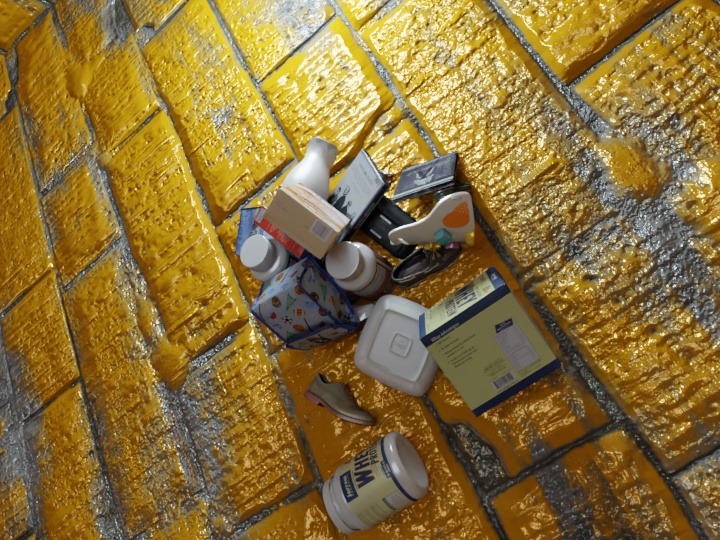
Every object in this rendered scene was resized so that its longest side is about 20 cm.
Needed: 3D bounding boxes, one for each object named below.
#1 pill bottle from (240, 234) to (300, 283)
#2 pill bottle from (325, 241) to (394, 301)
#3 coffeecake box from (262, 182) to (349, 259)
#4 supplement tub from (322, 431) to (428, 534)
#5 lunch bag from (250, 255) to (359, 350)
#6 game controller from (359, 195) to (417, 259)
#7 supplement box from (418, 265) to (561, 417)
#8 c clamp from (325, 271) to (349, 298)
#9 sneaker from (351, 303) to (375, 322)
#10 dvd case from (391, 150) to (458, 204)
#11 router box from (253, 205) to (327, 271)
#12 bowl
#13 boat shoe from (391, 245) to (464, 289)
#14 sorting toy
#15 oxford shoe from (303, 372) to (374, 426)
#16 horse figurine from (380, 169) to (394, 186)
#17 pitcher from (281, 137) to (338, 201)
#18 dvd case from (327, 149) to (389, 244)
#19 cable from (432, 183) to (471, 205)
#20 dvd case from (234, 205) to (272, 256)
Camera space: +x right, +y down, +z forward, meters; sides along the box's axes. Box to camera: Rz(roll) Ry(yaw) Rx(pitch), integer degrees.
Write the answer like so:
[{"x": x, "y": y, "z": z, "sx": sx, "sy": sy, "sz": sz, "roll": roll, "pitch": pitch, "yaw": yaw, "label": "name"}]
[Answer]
[{"x": -0.207, "y": -0.012, "z": 1.285, "sx": 0.110, "sy": 0.200, "sz": 0.113, "roll": -10, "pitch": 66, "yaw": 24, "label": "pill bottle"}, {"x": 0.000, "y": 0.000, "z": 1.207, "sx": 0.111, "sy": 0.200, "sz": 0.114, "roll": -7, "pitch": 73, "yaw": 24, "label": "pill bottle"}, {"x": -0.114, "y": -0.117, "z": 1.147, "sx": 0.153, "sy": 0.200, "sz": 0.073, "roll": 36, "pitch": 104, "yaw": -3, "label": "coffeecake box"}, {"x": 0.032, "y": 0.459, "z": 1.106, "sx": 0.199, "sy": 0.145, "sz": 0.146, "roll": -37, "pitch": 64, "yaw": 13, "label": "supplement tub"}, {"x": -0.122, "y": 0.097, "z": 1.185, "sx": 0.169, "sy": 0.200, "sz": 0.125, "roll": -25, "pitch": 31, "yaw": 31, "label": "lunch bag"}, {"x": 0.060, "y": -0.119, "z": 1.277, "sx": 0.199, "sy": 0.042, "sz": 0.105, "roll": 40, "pitch": 113, "yaw": 12, "label": "game controller"}, {"x": 0.252, "y": 0.139, "z": 1.038, "sx": 0.199, "sy": 0.134, "sz": 0.201, "roll": -35, "pitch": 98, "yaw": 13, "label": "supplement box"}, {"x": -0.138, "y": 0.023, "z": 1.367, "sx": 0.198, "sy": 0.027, "sz": 0.173, "roll": -21, "pitch": 69, "yaw": 19, "label": "c clamp"}, {"x": -0.055, "y": 0.094, "z": 1.275, "sx": 0.198, "sy": 0.074, "sz": 0.117, "roll": -25, "pitch": 79, "yaw": 19, "label": "sneaker"}, {"x": 0.156, "y": -0.222, "z": 1.217, "sx": 0.147, "sy": 0.201, "sz": 0.016, "roll": -16, "pitch": 115, "yaw": 22, "label": "dvd case"}, {"x": -0.142, "y": -0.070, "z": 1.275, "sx": 0.179, "sy": 0.200, "sz": 0.049, "roll": 37, "pitch": 95, "yaw": 29, "label": "router box"}, {"x": 0.092, "y": 0.167, "z": 1.163, "sx": 0.198, "sy": 0.075, "sz": 0.202, "roll": 23, "pitch": 86, "yaw": 12, "label": "bowl"}, {"x": 0.160, "y": -0.027, "z": 1.215, "sx": 0.199, "sy": 0.059, "sz": 0.072, "roll": -34, "pitch": 65, "yaw": 13, "label": "boat shoe"}, {"x": 0.149, "y": -0.088, "z": 1.123, "sx": 0.177, "sy": 0.200, "sz": 0.109, "roll": -10, "pitch": 87, "yaw": 6, "label": "sorting toy"}, {"x": -0.046, "y": 0.308, "z": 1.227, "sx": 0.198, "sy": 0.070, "sz": 0.076, "roll": 20, "pitch": 81, "yaw": 27, "label": "oxford shoe"}, {"x": 0.000, "y": -0.176, "z": 1.337, "sx": 0.131, "sy": 0.050, "sz": 0.202, "roll": 26, "pitch": 89, "yaw": 29, "label": "horse figurine"}, {"x": -0.136, "y": -0.218, "z": 1.343, "sx": 0.120, "sy": 0.172, "sz": 0.202, "roll": 21, "pitch": 68, "yaw": -4, "label": "pitcher"}, {"x": -0.020, "y": -0.177, "z": 1.269, "sx": 0.201, "sy": 0.025, "sz": 0.151, "roll": -51, "pitch": 44, "yaw": 26, "label": "dvd case"}, {"x": 0.209, "y": -0.166, "z": 1.156, "sx": 0.096, "sy": 0.200, "sz": 0.051, "roll": -14, "pitch": 99, "yaw": 10, "label": "cable"}, {"x": -0.270, "y": -0.115, "z": 1.471, "sx": 0.197, "sy": 0.018, "sz": 0.145, "roll": -2, "pitch": 76, "yaw": 26, "label": "dvd case"}]
